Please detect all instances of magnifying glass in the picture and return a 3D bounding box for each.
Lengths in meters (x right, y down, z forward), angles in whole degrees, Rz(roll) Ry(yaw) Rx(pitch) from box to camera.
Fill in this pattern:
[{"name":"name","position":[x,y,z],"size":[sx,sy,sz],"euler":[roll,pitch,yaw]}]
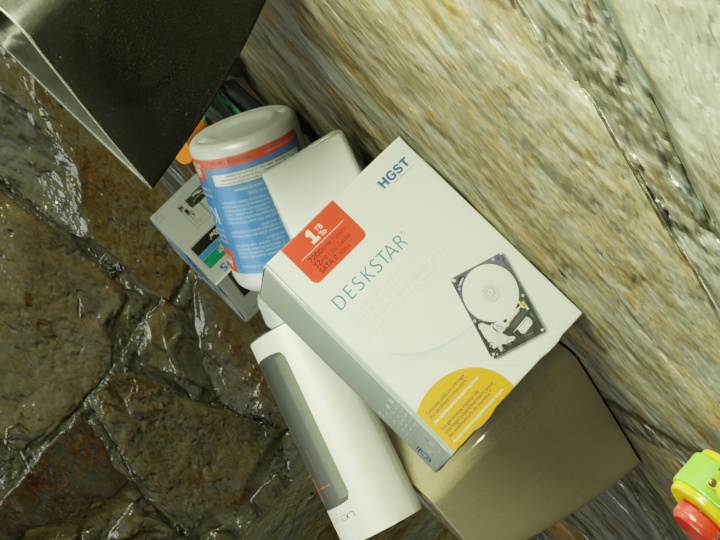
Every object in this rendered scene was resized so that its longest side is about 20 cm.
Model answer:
[{"name":"magnifying glass","position":[-0.156,-0.151,1.397],"size":[0.080,0.022,0.200],"euler":[53,-158,-12]}]

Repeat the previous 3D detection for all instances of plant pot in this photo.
[{"name":"plant pot","position":[0.113,0.149,1.277],"size":[0.199,0.177,0.200],"euler":[36,169,46]},{"name":"plant pot","position":[-0.169,-0.214,0.874],"size":[0.199,0.178,0.200],"euler":[41,172,27]}]

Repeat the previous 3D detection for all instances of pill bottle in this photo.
[{"name":"pill bottle","position":[-0.086,-0.049,1.319],"size":[0.112,0.111,0.203],"euler":[29,140,64]}]

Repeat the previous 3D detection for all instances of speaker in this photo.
[{"name":"speaker","position":[-0.021,0.139,1.191],"size":[0.081,0.080,0.202],"euler":[105,140,-82]}]

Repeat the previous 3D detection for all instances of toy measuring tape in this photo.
[{"name":"toy measuring tape","position":[0.266,0.178,1.008],"size":[0.073,0.074,0.200],"euler":[42,171,22]}]

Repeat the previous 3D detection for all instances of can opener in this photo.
[{"name":"can opener","position":[-0.135,-0.170,1.357],"size":[0.200,0.063,0.078],"euler":[51,170,-36]}]

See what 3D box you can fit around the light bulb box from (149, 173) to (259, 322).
[{"name":"light bulb box","position":[-0.257,-0.040,2.494],"size":[0.200,0.125,0.199],"euler":[43,172,25]}]

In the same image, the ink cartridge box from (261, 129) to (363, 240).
[{"name":"ink cartridge box","position":[0.000,0.000,1.175],"size":[0.202,0.083,0.145],"euler":[64,-177,17]}]

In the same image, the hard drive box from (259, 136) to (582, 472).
[{"name":"hard drive box","position":[0.044,0.027,1.043],"size":[0.200,0.156,0.077],"euler":[43,163,8]}]
